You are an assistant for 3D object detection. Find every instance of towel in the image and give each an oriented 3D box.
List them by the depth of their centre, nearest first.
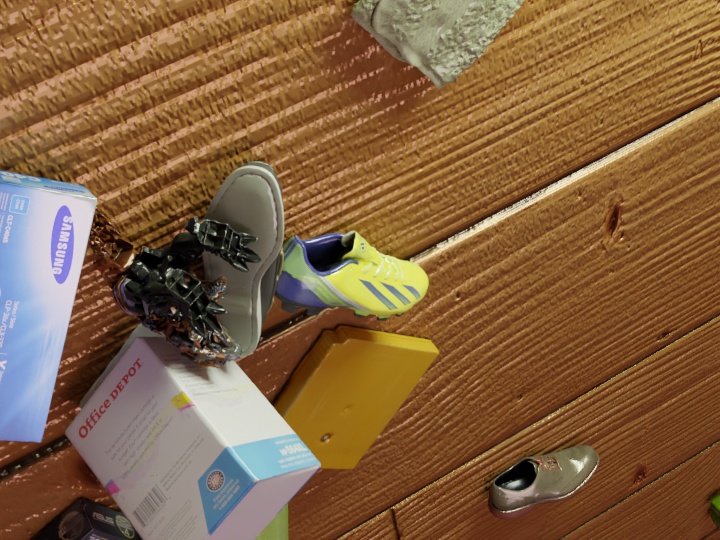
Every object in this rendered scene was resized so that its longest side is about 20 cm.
[{"bbox_3d":[0.095,-0.253,0.830,0.200,0.037,0.148,-49,142,15],"label":"towel"}]

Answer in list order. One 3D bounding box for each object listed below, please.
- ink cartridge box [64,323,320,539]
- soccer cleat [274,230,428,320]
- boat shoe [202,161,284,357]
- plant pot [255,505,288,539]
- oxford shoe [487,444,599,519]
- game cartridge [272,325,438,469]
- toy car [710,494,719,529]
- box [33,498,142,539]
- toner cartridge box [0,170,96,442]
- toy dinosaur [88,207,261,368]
[{"bbox_3d":[-0.163,0.156,0.937,0.129,0.200,0.125,-48,159,15],"label":"ink cartridge box"},{"bbox_3d":[0.000,0.001,0.998,0.199,0.065,0.084,1,125,-39],"label":"soccer cleat"},{"bbox_3d":[-0.105,-0.016,0.903,0.071,0.061,0.202,15,125,1],"label":"boat shoe"},{"bbox_3d":[-0.153,0.317,1.093,0.199,0.199,0.192,8,88,-43],"label":"plant pot"},{"bbox_3d":[0.290,0.318,1.560,0.199,0.071,0.075,-25,136,-18],"label":"oxford shoe"},{"bbox_3d":[-0.022,0.152,1.170,0.176,0.032,0.201,13,118,-45],"label":"game cartridge"},{"bbox_3d":[0.880,0.542,2.142,0.164,0.200,0.158,-34,143,-3],"label":"toy car"},{"bbox_3d":[-0.304,0.348,1.132,0.161,0.049,0.200,-39,143,5],"label":"box"},{"bbox_3d":[-0.271,0.028,0.759,0.094,0.043,0.201,8,103,-33],"label":"toner cartridge box"},{"bbox_3d":[-0.168,0.016,0.844,0.135,0.103,0.199,-13,152,40],"label":"toy dinosaur"}]
